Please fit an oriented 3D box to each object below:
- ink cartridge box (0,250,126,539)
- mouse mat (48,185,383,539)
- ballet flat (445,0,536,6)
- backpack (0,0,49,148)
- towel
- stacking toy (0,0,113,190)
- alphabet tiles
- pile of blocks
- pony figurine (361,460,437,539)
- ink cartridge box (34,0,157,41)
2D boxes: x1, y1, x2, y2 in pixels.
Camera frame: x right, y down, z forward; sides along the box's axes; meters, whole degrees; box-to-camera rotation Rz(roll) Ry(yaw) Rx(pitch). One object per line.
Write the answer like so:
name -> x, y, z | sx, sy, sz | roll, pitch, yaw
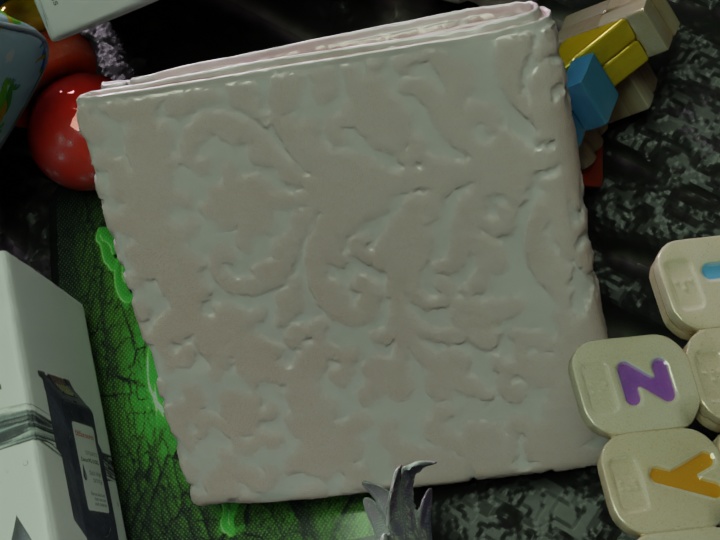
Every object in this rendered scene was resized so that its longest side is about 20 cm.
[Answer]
ink cartridge box -> -0.181, 0.111, 0.924 | 0.144, 0.084, 0.200 | -19, 65, 12
mouse mat -> -0.063, 0.036, 0.969 | 0.160, 0.008, 0.201 | -10, 65, 12
ballet flat -> 0.083, -0.159, 0.973 | 0.200, 0.073, 0.073 | -23, 64, 3
backpack -> -0.247, -0.075, 0.921 | 0.147, 0.183, 0.200 | 43, 108, 21
towel -> 0.000, 0.000, 0.876 | 0.190, 0.200, 0.032 | -8, 27, 10
stacking toy -> -0.168, -0.118, 1.021 | 0.085, 0.085, 0.200 | -39, 67, -2
alphabet tiles -> 0.181, 0.075, 0.834 | 0.195, 0.015, 0.200 | -5, 63, -18
pile of blocks -> 0.065, -0.038, 0.926 | 0.200, 0.062, 0.082 | -37, 25, 0
pony figurine -> 0.043, 0.178, 0.817 | 0.199, 0.167, 0.194 | 8, 78, 2
ink cartridge box -> -0.056, -0.190, 0.976 | 0.200, 0.146, 0.085 | -20, 109, 6
